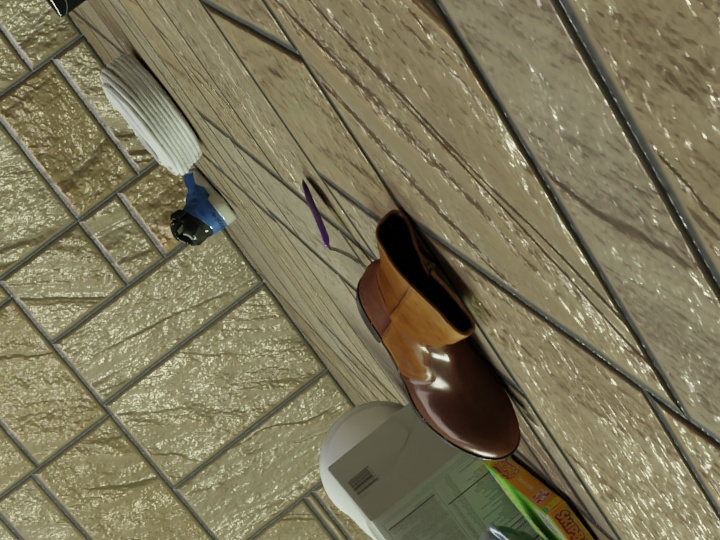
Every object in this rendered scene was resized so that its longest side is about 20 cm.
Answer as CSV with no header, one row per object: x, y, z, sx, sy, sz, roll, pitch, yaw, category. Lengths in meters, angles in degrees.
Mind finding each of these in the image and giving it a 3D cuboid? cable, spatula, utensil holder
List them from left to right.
-0.312,-0.232,2.297,0.200,0.069,0.200,50,173,19,cable
0.000,0.000,1.446,0.200,0.021,0.057,51,-173,-10,spatula
0.048,0.277,2.039,0.170,0.170,0.200,54,173,-15,utensil holder

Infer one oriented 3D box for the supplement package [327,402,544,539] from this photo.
0.096,0.260,1.620,0.200,0.151,0.152,55,173,-23,supplement package

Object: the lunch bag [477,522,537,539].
0.167,0.356,1.401,0.200,0.170,0.127,32,-179,31,lunch bag

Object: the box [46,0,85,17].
-0.183,-0.262,0.847,0.132,0.115,0.200,52,173,21,box

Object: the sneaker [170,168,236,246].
-0.308,-0.111,2.788,0.077,0.111,0.200,57,173,-37,sneaker

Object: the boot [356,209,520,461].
0.070,0.053,1.146,0.188,0.068,0.200,59,168,9,boot

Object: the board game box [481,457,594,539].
0.175,0.230,1.442,0.096,0.030,0.200,53,172,-14,board game box
